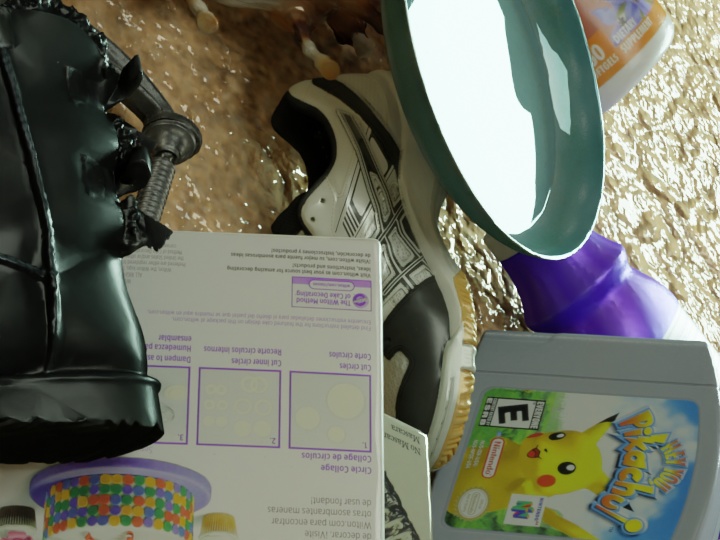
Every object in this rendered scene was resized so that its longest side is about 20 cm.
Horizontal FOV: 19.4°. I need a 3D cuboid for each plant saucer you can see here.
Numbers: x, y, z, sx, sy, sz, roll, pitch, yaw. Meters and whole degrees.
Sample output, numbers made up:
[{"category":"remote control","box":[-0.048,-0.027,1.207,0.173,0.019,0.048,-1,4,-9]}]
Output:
[{"category":"plant saucer","box":[0.062,-0.100,1.014,0.200,0.027,0.202,34,48,-49]}]

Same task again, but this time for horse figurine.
[{"category":"horse figurine","box":[-0.059,-0.140,1.008,0.199,0.050,0.133,18,21,-28]}]

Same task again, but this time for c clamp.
[{"category":"c clamp","box":[-0.115,-0.022,0.895,0.170,0.027,0.201,28,47,-25]}]

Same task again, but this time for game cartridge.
[{"category":"game cartridge","box":[0.101,0.101,0.973,0.201,0.132,0.041,-69,158,-48]}]

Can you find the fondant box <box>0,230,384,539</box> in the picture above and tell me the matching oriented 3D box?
[{"category":"fondant box","box":[-0.064,0.085,0.778,0.143,0.058,0.201,3,63,-5]}]

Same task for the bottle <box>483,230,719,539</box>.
[{"category":"bottle","box":[0.143,0.047,1.104,0.200,0.065,0.084,51,37,-8]}]

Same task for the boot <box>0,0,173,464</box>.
[{"category":"boot","box":[-0.153,-0.018,0.713,0.197,0.073,0.164,3,68,-39]}]

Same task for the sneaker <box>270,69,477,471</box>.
[{"category":"sneaker","box":[0.000,0.000,0.992,0.087,0.076,0.201,2,64,-20]}]

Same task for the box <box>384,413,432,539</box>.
[{"category":"box","box":[-0.017,0.152,0.848,0.082,0.068,0.201,25,47,-34]}]

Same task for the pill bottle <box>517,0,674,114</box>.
[{"category":"pill bottle","box":[0.070,-0.171,1.144,0.200,0.112,0.112,49,38,-9]}]
